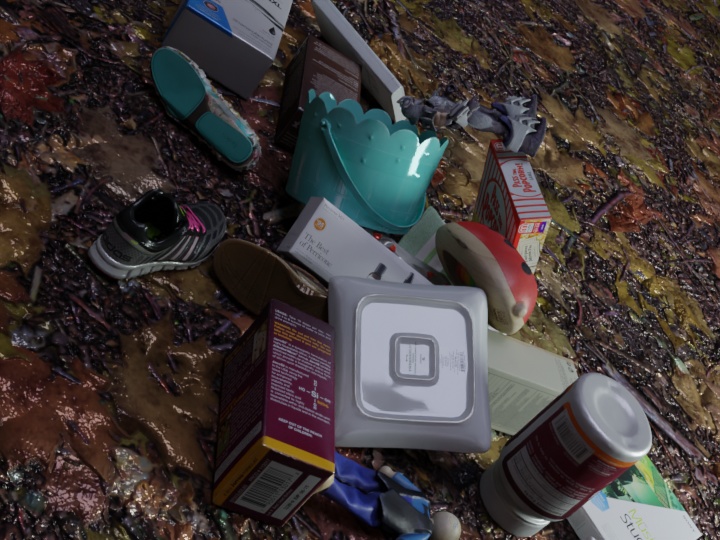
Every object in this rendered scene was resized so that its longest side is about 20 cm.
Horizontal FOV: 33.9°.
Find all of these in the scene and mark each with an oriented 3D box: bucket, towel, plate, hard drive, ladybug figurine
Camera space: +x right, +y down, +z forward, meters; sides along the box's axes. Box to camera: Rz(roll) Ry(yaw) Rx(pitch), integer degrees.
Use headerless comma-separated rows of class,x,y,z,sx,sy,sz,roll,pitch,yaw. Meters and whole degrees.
bucket,0.004,-0.140,1.545,0.205,0.136,0.207,18,12,-4
towel,0.146,0.005,1.683,0.200,0.023,0.153,42,35,0
plate,0.060,0.105,1.364,0.197,0.032,0.202,5,70,-13
hard drive,0.000,-0.328,1.833,0.201,0.027,0.132,51,-4,14
ladybug figurine,0.164,0.003,1.498,0.200,0.071,0.137,50,-14,51

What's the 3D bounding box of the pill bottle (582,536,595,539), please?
pill bottle,0.301,0.403,1.327,0.200,0.112,0.112,46,35,8

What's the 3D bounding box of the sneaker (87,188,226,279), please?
sneaker,-0.214,-0.050,1.339,0.074,0.088,0.199,51,36,15

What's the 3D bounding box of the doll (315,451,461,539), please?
doll,0.028,0.255,1.277,0.199,0.049,0.137,31,26,-26

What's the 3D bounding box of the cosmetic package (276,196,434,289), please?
cosmetic package,0.000,0.000,1.463,0.199,0.051,0.083,37,77,-21

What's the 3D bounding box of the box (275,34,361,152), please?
box,-0.058,-0.244,1.712,0.099,0.075,0.201,28,35,-19

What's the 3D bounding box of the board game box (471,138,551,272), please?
board game box,0.198,-0.054,1.606,0.046,0.201,0.153,-4,48,-11

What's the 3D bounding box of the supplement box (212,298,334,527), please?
supplement box,-0.088,0.146,1.230,0.085,0.110,0.201,25,38,-23

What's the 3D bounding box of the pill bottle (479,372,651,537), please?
pill bottle,0.235,0.221,1.381,0.113,0.200,0.115,25,38,-22

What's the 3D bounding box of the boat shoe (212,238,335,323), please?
boat shoe,-0.086,0.026,1.413,0.198,0.073,0.072,28,6,-5

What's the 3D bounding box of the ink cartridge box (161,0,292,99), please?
ink cartridge box,-0.188,-0.362,1.701,0.145,0.084,0.201,29,37,-17

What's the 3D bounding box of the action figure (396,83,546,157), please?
action figure,0.139,-0.205,1.539,0.197,0.070,0.130,7,24,-16

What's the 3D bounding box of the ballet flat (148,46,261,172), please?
ballet flat,-0.204,-0.207,1.550,0.201,0.075,0.064,51,5,6

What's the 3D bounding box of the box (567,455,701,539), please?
box,0.346,0.316,1.530,0.199,0.036,0.145,-8,58,-49

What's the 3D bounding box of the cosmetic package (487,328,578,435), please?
cosmetic package,0.173,0.141,1.493,0.198,0.104,0.074,22,38,-28

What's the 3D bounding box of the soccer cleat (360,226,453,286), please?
soccer cleat,0.060,0.011,1.559,0.200,0.070,0.077,42,-8,-18
